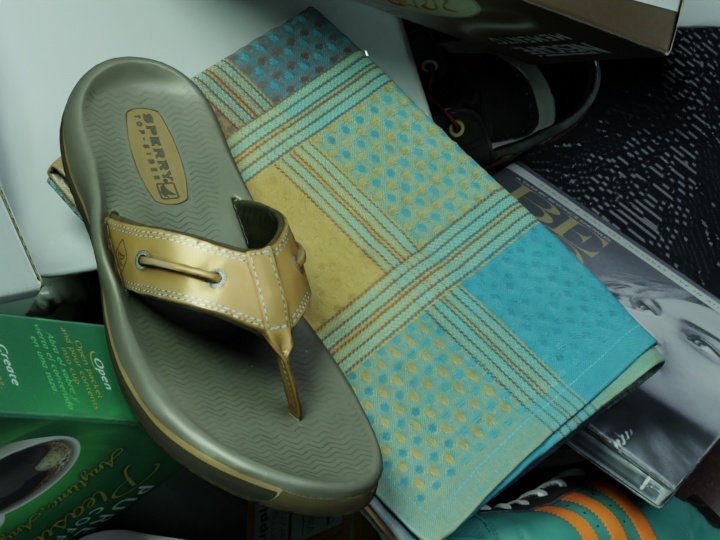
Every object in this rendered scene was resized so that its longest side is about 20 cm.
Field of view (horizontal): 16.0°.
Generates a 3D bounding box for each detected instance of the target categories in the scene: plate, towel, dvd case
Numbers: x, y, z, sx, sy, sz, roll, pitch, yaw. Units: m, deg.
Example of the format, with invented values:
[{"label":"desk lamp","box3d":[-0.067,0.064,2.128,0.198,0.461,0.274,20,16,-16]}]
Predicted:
[{"label":"plate","box3d":[-0.075,-0.102,0.998,0.198,0.032,0.201,-11,79,-34]},{"label":"towel","box3d":[0.000,0.000,0.939,0.146,0.022,0.200,-34,70,-35]},{"label":"dvd case","box3d":[0.090,0.019,1.038,0.148,0.016,0.200,35,23,11]}]

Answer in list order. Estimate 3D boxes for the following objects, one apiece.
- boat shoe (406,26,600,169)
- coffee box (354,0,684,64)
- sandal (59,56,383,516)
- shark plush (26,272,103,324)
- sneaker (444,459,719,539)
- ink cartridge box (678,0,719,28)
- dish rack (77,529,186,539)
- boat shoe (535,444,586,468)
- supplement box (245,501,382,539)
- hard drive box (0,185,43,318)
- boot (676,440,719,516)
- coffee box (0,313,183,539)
[{"label":"boat shoe","box3d":[0.023,-0.070,1.099,0.201,0.063,0.074,-17,79,-44]},{"label":"coffee box","box3d":[0.020,-0.146,0.972,0.199,0.114,0.080,17,85,-25]},{"label":"sandal","box3d":[-0.048,-0.004,0.874,0.081,0.055,0.201,-1,52,-28]},{"label":"shark plush","box3d":[-0.136,-0.029,1.003,0.199,0.091,0.083,32,19,-1]},{"label":"sneaker","box3d":[0.074,0.111,0.971,0.199,0.071,0.080,14,39,-41]},{"label":"ink cartridge box","box3d":[0.097,-0.170,1.169,0.199,0.083,0.146,-4,26,-31]},{"label":"dish rack","box3d":[-0.041,0.181,0.868,0.199,0.044,0.173,7,61,24]},{"label":"boat shoe","box3d":[0.044,0.031,1.064,0.199,0.065,0.072,13,54,-23]},{"label":"supplement box","box3d":[-0.002,0.128,0.969,0.066,0.069,0.201,31,49,-35]},{"label":"hard drive box","box3d":[-0.228,0.032,0.853,0.199,0.156,0.077,-12,66,-35]},{"label":"boot","box3d":[0.216,0.131,1.093,0.199,0.072,0.167,29,53,-6]},{"label":"coffee box","box3d":[-0.146,0.063,0.855,0.199,0.123,0.044,8,50,-56]}]
